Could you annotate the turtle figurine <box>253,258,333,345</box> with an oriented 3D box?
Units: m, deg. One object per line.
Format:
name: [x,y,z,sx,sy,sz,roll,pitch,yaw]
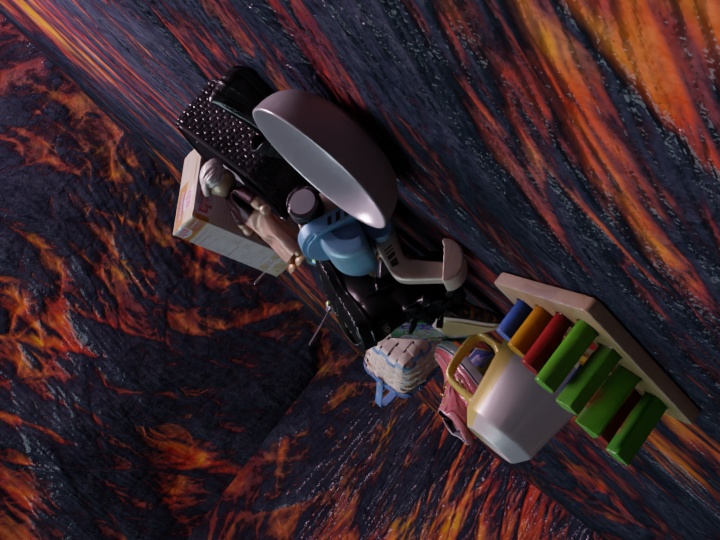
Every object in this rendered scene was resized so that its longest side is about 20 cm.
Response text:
turtle figurine: [-0.082,0.003,1.636,0.142,0.203,0.193,21,-169,18]

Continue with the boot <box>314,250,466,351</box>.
boot: [0.040,0.017,1.242,0.199,0.160,0.074,52,162,48]

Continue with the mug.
mug: [0.222,0.183,1.307,0.149,0.154,0.186,42,172,-23]

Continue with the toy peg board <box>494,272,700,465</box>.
toy peg board: [0.241,0.115,1.039,0.200,0.098,0.199,44,171,-21]

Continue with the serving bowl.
serving bowl: [-0.029,-0.138,1.036,0.199,0.066,0.200,40,173,6]

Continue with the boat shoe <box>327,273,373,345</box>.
boat shoe: [-0.015,0.044,1.396,0.070,0.067,0.202,6,145,21]

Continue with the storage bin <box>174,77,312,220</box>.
storage bin: [-0.169,-0.182,1.370,0.199,0.094,0.135,37,172,26]

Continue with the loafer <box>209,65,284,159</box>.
loafer: [-0.117,-0.181,1.205,0.200,0.071,0.068,44,171,-26]

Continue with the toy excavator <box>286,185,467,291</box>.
toy excavator: [0.022,-0.035,1.186,0.100,0.192,0.202,56,-170,-65]

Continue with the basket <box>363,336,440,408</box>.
basket: [0.094,0.168,1.796,0.138,0.176,0.202,34,152,27]

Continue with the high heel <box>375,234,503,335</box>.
high heel: [0.116,0.015,1.315,0.196,0.145,0.072,7,156,-5]

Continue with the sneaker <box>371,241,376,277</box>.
sneaker: [0.046,-0.022,1.390,0.081,0.075,0.201,-5,139,35]

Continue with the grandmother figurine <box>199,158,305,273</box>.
grandmother figurine: [-0.156,-0.083,1.330,0.200,0.061,0.121,44,145,-4]

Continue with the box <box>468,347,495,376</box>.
box: [0.232,0.186,1.580,0.064,0.070,0.200,45,172,-7]

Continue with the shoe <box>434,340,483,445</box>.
shoe: [0.156,0.198,1.497,0.200,0.090,0.072,48,166,47]

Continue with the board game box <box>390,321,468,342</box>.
board game box: [0.115,0.088,1.492,0.132,0.030,0.200,3,168,2]

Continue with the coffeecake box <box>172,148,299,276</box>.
coffeecake box: [-0.199,-0.102,1.507,0.198,0.156,0.073,23,142,-30]
